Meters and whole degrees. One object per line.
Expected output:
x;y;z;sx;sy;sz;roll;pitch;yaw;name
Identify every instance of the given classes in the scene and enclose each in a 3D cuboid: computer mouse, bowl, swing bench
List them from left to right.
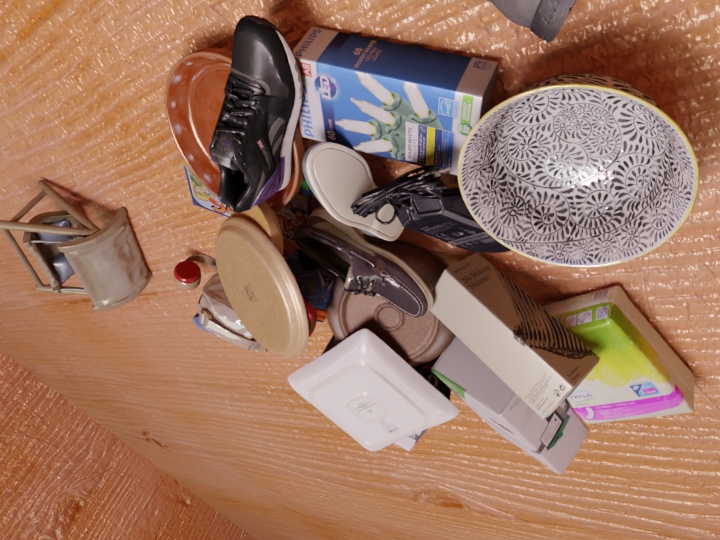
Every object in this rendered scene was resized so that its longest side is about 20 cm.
-0.525;-0.034;1.092;0.197;0.131;0.200;19;144;12;swing bench
0.101;-0.070;0.642;0.198;0.054;0.138;18;163;-33;computer mouse
0.196;-0.105;0.533;0.198;0.095;0.202;17;143;13;bowl

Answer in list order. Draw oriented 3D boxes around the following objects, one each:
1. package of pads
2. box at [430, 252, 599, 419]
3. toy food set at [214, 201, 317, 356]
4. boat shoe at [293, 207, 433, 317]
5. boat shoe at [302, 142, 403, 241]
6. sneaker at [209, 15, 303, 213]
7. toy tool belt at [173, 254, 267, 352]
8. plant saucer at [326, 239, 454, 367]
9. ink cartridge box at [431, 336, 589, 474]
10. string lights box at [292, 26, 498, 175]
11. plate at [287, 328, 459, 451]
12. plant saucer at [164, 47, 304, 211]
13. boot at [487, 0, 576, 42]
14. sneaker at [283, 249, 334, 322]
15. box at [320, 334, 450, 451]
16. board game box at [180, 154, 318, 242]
0.312;0.117;0.761;0.200;0.069;0.154;44;141;-20;package of pads
0.181;0.074;0.709;0.200;0.082;0.069;44;134;22;box
-0.124;0.018;0.747;0.201;0.048;0.198;56;147;7;toy food set
0.000;0.000;0.736;0.199;0.065;0.072;39;145;9;boat shoe
-0.015;-0.090;0.681;0.061;0.074;0.199;23;177;36;boat shoe
-0.111;-0.145;0.588;0.075;0.088;0.202;24;136;19;sneaker
-0.248;0.073;1.045;0.198;0.126;0.124;27;137;3;toy tool belt
0.041;0.058;0.814;0.197;0.037;0.204;4;111;9;plant saucer
0.218;0.188;0.840;0.200;0.085;0.146;44;170;-35;ink cartridge box
0.032;-0.172;0.594;0.197;0.059;0.103;17;146;17;string lights box
0.011;0.193;0.862;0.200;0.033;0.199;42;129;-15;plate
-0.148;-0.162;0.693;0.198;0.032;0.202;21;136;22;plant saucer
0.122;-0.270;0.406;0.131;0.070;0.201;30;141;6;boot
-0.089;0.001;0.852;0.075;0.079;0.200;21;-169;-39;sneaker
0.032;0.175;0.947;0.198;0.115;0.133;30;119;-2;box
-0.152;-0.117;0.811;0.197;0.035;0.136;20;144;12;board game box
